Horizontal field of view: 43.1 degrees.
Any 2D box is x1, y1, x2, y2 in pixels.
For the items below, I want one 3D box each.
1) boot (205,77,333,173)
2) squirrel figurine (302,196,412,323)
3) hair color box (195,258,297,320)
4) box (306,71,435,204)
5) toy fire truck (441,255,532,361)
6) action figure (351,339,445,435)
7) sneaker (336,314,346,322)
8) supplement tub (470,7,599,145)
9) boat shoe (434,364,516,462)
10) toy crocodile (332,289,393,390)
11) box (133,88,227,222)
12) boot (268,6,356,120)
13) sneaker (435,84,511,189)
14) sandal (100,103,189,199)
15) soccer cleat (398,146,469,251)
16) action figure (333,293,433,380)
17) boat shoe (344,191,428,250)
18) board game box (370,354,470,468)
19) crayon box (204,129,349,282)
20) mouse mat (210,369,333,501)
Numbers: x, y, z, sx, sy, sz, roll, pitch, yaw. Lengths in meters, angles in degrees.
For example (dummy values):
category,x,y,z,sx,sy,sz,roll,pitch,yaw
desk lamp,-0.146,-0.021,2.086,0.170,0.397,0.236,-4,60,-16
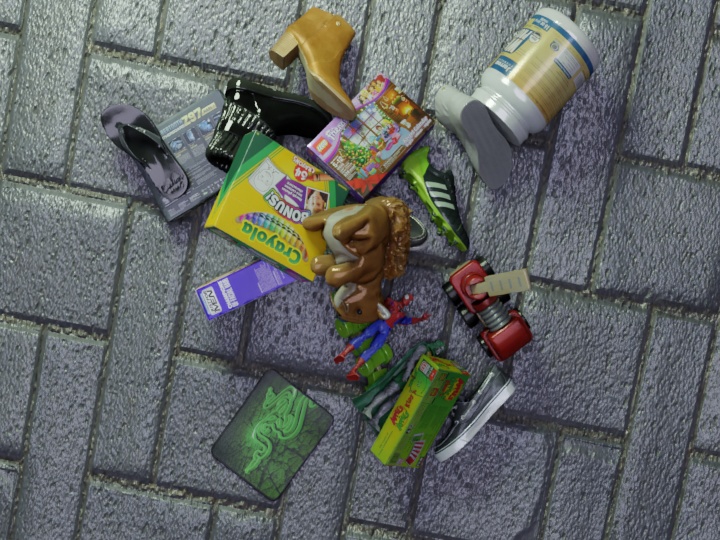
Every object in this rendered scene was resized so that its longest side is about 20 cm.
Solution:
category,x,y,z,sx,sy,sz,roll,pitch,yaw
boot,-0.157,-0.227,1.583,0.207,0.080,0.161,14,67,-12
squirrel figurine,0.018,-0.015,1.502,0.197,0.140,0.191,-24,108,-30
hair color box,-0.187,0.016,1.622,0.197,0.109,0.066,-26,95,1
box,0.019,-0.233,1.601,0.136,0.039,0.200,41,74,7
toy fire truck,0.242,0.063,1.585,0.128,0.200,0.178,-35,94,2
action figure,0.081,0.198,1.648,0.200,0.054,0.119,-46,137,-14
sneaker,0.000,0.000,1.630,0.084,0.077,0.202,28,67,8
supplement tub,0.300,-0.334,1.586,0.144,0.145,0.200,42,92,-3
boat shoe,0.195,0.258,1.664,0.068,0.072,0.200,43,95,1
toy crocodile,0.000,0.127,1.660,0.067,0.061,0.203,-30,96,-35
box,-0.296,-0.205,1.633,0.198,0.051,0.160,-30,94,2
boot,-0.048,-0.369,1.589,0.200,0.071,0.144,40,66,8
sneaker,0.199,-0.244,1.627,0.073,0.116,0.201,-35,130,-6
sandal,-0.372,-0.213,1.587,0.076,0.043,0.200,-43,91,4
soccer cleat,0.149,-0.130,1.641,0.080,0.067,0.202,-35,94,-11
action figure,0.048,0.102,1.605,0.066,0.098,0.200,51,55,-13
boat shoe,0.033,-0.103,1.611,0.198,0.061,0.074,30,58,17
board game box,0.107,0.254,1.633,0.047,0.101,0.203,38,105,41
crayon box,-0.135,-0.103,1.515,0.198,0.058,0.176,29,73,-26
mouse mat,-0.164,0.307,1.695,0.160,0.008,0.202,36,92,-3
